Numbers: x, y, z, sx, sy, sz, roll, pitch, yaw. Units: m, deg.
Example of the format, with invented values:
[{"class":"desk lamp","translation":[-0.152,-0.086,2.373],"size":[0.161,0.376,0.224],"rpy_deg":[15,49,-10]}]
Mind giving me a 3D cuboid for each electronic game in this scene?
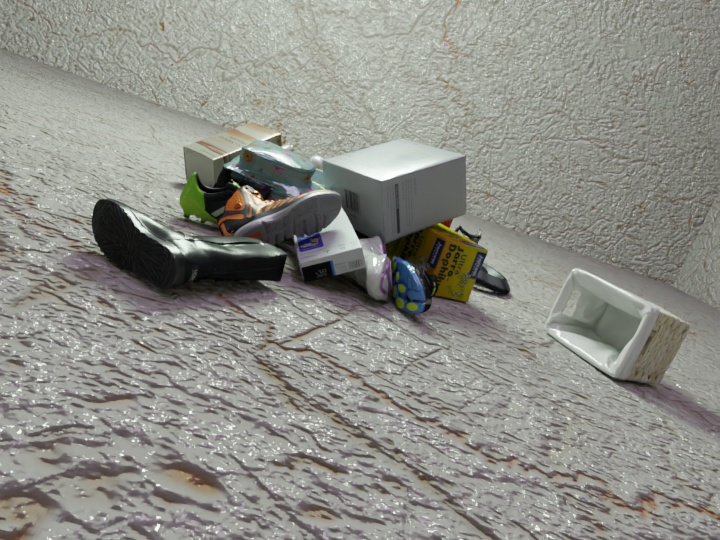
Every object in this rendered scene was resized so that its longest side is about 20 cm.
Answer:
[{"class":"electronic game","translation":[0.255,-0.003,1.373],"size":[0.199,0.042,0.200],"rpy_deg":[27,14,-7]}]

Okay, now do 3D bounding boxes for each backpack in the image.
[{"class":"backpack","translation":[-0.156,-0.149,1.118],"size":[0.199,0.154,0.176],"rpy_deg":[30,16,-6]}]

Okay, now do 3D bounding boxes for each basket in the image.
[{"class":"basket","translation":[0.452,0.100,1.059],"size":[0.123,0.136,0.200],"rpy_deg":[18,12,-25]}]

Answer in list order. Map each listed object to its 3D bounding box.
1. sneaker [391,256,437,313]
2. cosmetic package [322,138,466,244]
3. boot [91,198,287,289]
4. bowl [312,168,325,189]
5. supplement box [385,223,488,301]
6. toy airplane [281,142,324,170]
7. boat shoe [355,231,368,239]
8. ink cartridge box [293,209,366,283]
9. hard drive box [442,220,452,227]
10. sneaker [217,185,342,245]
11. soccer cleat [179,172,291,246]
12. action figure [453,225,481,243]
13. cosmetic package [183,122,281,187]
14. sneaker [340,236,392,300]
[{"class":"sneaker","translation":[0.092,0.020,0.976],"size":[0.082,0.071,0.200],"rpy_deg":[12,11,-6]},{"class":"cosmetic package","translation":[0.064,-0.161,1.141],"size":[0.199,0.124,0.199],"rpy_deg":[-20,30,-29]},{"class":"boot","translation":[-0.210,-0.034,0.755],"size":[0.164,0.066,0.199],"rpy_deg":[36,22,23]},{"class":"bowl","translation":[-0.094,-0.150,1.295],"size":[0.199,0.108,0.200],"rpy_deg":[20,15,-6]},{"class":"supplement box","translation":[0.135,-0.034,1.170],"size":[0.109,0.110,0.200],"rpy_deg":[11,15,-32]},{"class":"toy airplane","translation":[-0.141,-0.218,1.430],"size":[0.199,0.141,0.200],"rpy_deg":[28,27,-30]},{"class":"boat shoe","translation":[0.058,-0.072,1.297],"size":[0.199,0.075,0.062],"rpy_deg":[16,6,-40]},{"class":"ink cartridge box","translation":[-0.057,-0.047,0.965],"size":[0.099,0.039,0.200],"rpy_deg":[-15,27,-4]},{"class":"hard drive box","translation":[0.123,-0.131,1.445],"size":[0.199,0.157,0.077],"rpy_deg":[9,17,-36]},{"class":"sneaker","translation":[-0.133,-0.101,0.939],"size":[0.199,0.078,0.112],"rpy_deg":[-22,47,-26]},{"class":"soccer cleat","translation":[-0.202,-0.101,1.002],"size":[0.199,0.082,0.068],"rpy_deg":[19,13,-14]},{"class":"action figure","translation":[0.217,-0.110,1.601],"size":[0.199,0.119,0.103],"rpy_deg":[23,45,-13]},{"class":"cosmetic package","translation":[-0.275,-0.248,1.304],"size":[0.103,0.088,0.200],"rpy_deg":[26,41,27]},{"class":"sneaker","translation":[0.000,0.000,0.973],"size":[0.099,0.076,0.200],"rpy_deg":[-4,18,-4]}]
